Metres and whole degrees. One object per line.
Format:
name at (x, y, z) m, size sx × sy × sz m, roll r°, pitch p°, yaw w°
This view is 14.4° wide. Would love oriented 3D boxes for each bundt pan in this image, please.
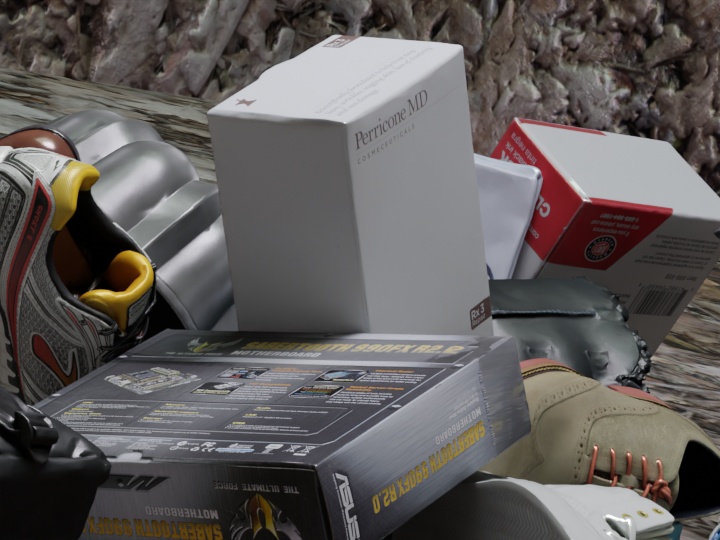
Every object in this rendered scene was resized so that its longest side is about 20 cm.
bundt pan at (-0.117, -0.007, 1.569) m, size 0.202 × 0.076 × 0.202 m, roll 42°, pitch -21°, yaw 20°

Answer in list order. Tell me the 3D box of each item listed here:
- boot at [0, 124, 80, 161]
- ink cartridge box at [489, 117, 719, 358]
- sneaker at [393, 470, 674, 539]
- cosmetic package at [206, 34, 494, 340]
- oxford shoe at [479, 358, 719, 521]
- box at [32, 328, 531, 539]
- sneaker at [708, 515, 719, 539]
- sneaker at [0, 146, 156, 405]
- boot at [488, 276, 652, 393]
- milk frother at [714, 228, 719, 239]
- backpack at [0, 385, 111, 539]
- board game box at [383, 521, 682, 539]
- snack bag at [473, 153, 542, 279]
boot at (-0.219, 0.004, 1.387) m, size 0.069 × 0.188 × 0.200 m, roll 54°, pitch 4°, yaw -4°
ink cartridge box at (0.110, 0.019, 1.695) m, size 0.144 × 0.200 × 0.084 m, roll 6°, pitch 34°, yaw -44°
sneaker at (0.101, 0.125, 1.228) m, size 0.115 × 0.074 × 0.200 m, roll 7°, pitch 8°, yaw -21°
cosmetic package at (0.000, 0.000, 1.346) m, size 0.081 × 0.201 × 0.113 m, roll 9°, pitch 30°, yaw 31°
oxford shoe at (0.116, 0.088, 1.372) m, size 0.075 × 0.071 × 0.200 m, roll 25°, pitch 14°, yaw 37°
box at (-0.051, 0.074, 1.242) m, size 0.199 × 0.049 × 0.158 m, roll 0°, pitch 18°, yaw 35°
sneaker at (0.205, 0.137, 1.339) m, size 0.087 × 0.075 × 0.200 m, roll 36°, pitch 43°, yaw 2°
sneaker at (-0.133, 0.030, 1.348) m, size 0.082 × 0.201 × 0.078 m, roll 0°, pitch 40°, yaw 28°
boot at (0.059, 0.018, 1.539) m, size 0.162 × 0.074 × 0.199 m, roll 0°, pitch 44°, yaw -26°
milk frother at (0.291, 0.068, 1.544) m, size 0.199 × 0.189 × 0.180 m, roll -1°, pitch -3°, yaw 10°
backpack at (-0.224, 0.062, 1.102) m, size 0.163 × 0.154 × 0.200 m, roll 1°, pitch 35°, yaw -50°
board game box at (0.038, 0.119, 1.446) m, size 0.151 × 0.047 × 0.200 m, roll 6°, pitch 11°, yaw -45°
snack bag at (0.005, 0.011, 1.644) m, size 0.188 × 0.201 × 0.021 m, roll 19°, pitch -2°, yaw 37°
